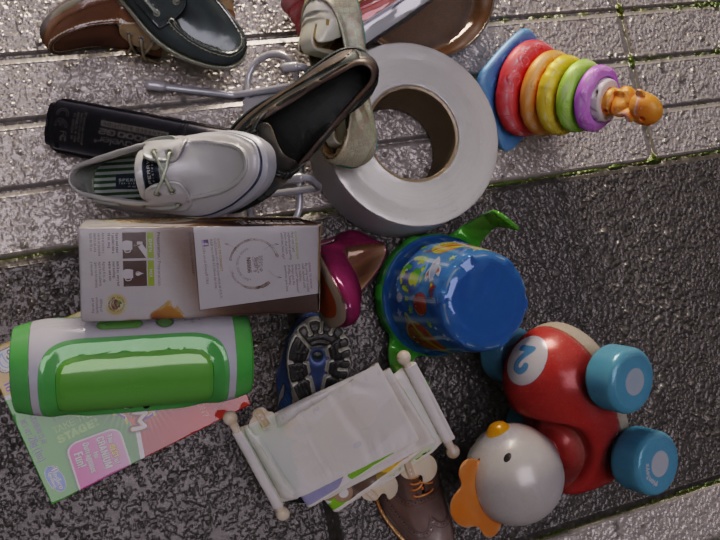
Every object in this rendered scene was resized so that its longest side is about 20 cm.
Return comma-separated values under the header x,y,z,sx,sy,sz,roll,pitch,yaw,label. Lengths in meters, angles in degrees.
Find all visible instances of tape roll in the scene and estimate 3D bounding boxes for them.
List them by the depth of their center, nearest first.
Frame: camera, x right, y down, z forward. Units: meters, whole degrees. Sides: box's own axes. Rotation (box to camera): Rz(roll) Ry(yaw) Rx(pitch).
x,y,z,sx,sy,sz,roll,pitch,yaw,label
0.045,-0.140,0.827,0.201,0.071,0.204,2,82,-16,tape roll

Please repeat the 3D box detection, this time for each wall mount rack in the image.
x,y,z,sx,sy,sz,roll,pitch,yaw,label
-0.127,-0.137,0.778,0.173,0.075,0.202,-5,82,16,wall mount rack

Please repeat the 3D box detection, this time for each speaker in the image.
x,y,z,sx,sy,sz,roll,pitch,yaw,label
-0.199,0.081,0.673,0.199,0.088,0.089,-2,83,-17,speaker

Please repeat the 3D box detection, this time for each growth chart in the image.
x,y,z,sx,sy,sz,roll,pitch,yaw,label
-0.012,0.162,0.716,0.199,0.018,0.146,-21,108,-5,growth chart

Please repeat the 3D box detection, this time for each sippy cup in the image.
x,y,z,sx,sy,sz,roll,pitch,yaw,label
0.099,0.028,0.779,0.139,0.130,0.179,-3,92,-20,sippy cup

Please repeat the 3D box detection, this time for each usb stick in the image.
x,y,z,sx,sy,sz,roll,pitch,yaw,label
-0.209,-0.125,0.734,0.199,0.033,0.056,12,95,7,usb stick

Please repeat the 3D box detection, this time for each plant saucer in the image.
x,y,z,sx,sy,sz,roll,pitch,yaw,label
0.062,-0.337,0.879,0.199,0.032,0.202,2,82,-16,plant saucer

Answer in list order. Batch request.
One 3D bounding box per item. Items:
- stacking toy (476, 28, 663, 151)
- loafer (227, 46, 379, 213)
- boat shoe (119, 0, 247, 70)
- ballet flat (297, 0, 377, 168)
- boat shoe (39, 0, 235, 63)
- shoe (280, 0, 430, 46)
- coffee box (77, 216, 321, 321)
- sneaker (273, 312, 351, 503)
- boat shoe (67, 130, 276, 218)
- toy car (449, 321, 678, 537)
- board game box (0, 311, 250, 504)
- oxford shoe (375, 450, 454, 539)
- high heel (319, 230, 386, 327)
x,y,z,sx,sy,sz,roll,pitch,yaw,label
0.235,-0.187,0.816,0.110,0.199,0.116,-46,130,-19,stacking toy
-0.065,-0.125,0.676,0.200,0.063,0.072,-42,107,5,loafer
-0.186,-0.267,0.709,0.200,0.062,0.073,39,70,-17,boat shoe
-0.027,-0.198,0.728,0.062,0.067,0.201,-15,94,-44,ballet flat
-0.217,-0.250,0.762,0.199,0.076,0.072,-22,91,-17,boat shoe
0.013,-0.300,0.805,0.200,0.071,0.091,-37,100,-13,shoe
-0.143,-0.006,0.678,0.199,0.114,0.080,-2,99,-16,coffee box
-0.047,0.136,0.759,0.078,0.089,0.201,4,101,-11,sneaker
-0.170,-0.079,0.662,0.067,0.199,0.074,-3,86,-62,boat shoe
0.160,0.166,0.733,0.199,0.184,0.178,-30,107,-27,toy car
-0.228,0.104,0.727,0.199,0.040,0.154,-25,90,-18,board game box
0.048,0.212,0.778,0.071,0.073,0.201,-26,91,-19,oxford shoe
0.000,0.000,0.731,0.095,0.200,0.068,-5,112,-11,high heel
